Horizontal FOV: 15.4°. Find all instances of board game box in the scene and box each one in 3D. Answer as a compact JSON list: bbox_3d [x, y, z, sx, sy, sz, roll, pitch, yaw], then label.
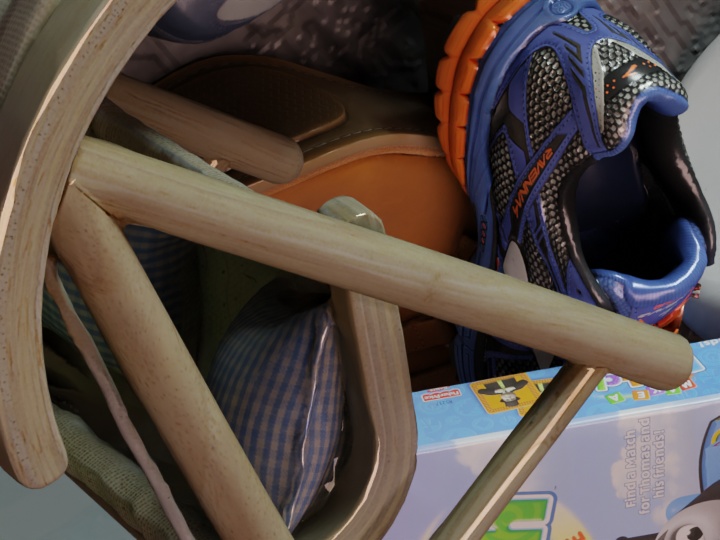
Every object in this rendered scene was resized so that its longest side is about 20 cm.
[{"bbox_3d":[0.097,0.094,0.851,0.200,0.037,0.151,-9,124,-8],"label":"board game box"}]

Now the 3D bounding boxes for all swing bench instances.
[{"bbox_3d":[-0.064,-0.010,0.657,0.130,0.199,0.200,-52,127,-5],"label":"swing bench"}]

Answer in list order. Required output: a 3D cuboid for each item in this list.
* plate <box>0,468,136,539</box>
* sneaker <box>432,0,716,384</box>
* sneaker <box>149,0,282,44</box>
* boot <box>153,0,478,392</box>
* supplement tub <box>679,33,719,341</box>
[{"bbox_3d":[-0.121,0.062,0.846,0.200,0.026,0.200,-22,147,-15],"label":"plate"},{"bbox_3d":[0.073,0.003,0.842,0.075,0.078,0.200,-32,131,-21],"label":"sneaker"},{"bbox_3d":[0.010,-0.137,0.804,0.200,0.082,0.070,-45,129,-1],"label":"sneaker"},{"bbox_3d":[0.000,0.000,0.883,0.200,0.074,0.155,-21,128,-15],"label":"boot"},{"bbox_3d":[0.210,-0.002,0.951,0.200,0.145,0.145,32,98,-38],"label":"supplement tub"}]
